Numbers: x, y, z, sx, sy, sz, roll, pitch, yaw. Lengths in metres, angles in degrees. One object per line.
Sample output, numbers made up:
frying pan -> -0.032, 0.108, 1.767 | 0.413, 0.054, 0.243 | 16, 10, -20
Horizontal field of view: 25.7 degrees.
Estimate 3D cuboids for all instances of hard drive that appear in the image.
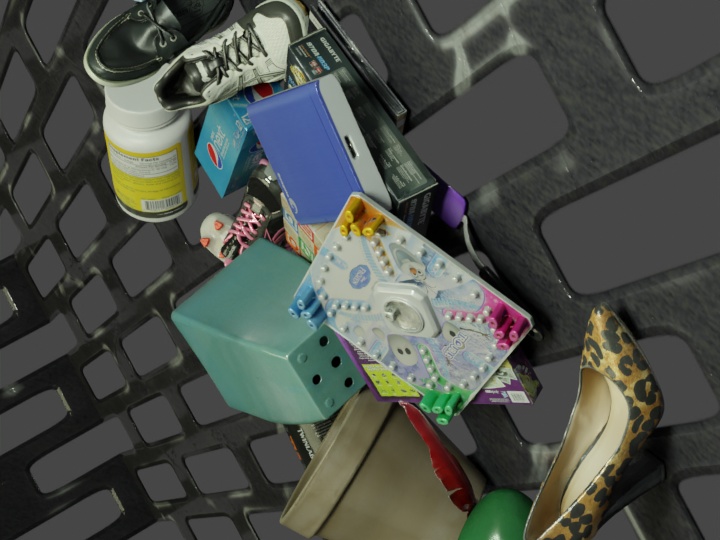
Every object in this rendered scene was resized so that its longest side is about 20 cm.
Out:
hard drive -> -0.043, -0.110, 1.496 | 0.133, 0.025, 0.200 | 66, 160, -9

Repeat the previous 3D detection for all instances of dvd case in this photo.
dvd case -> -0.011, -0.153, 1.565 | 0.149, 0.016, 0.201 | 54, 159, 21

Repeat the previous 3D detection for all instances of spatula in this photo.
spatula -> 0.108, -0.015, 1.449 | 0.201, 0.020, 0.057 | 57, 158, 18

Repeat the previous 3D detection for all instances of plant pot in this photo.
plant pot -> -0.074, 0.076, 1.689 | 0.199, 0.141, 0.142 | 17, 143, 56
plant pot -> 0.034, 0.231, 1.709 | 0.173, 0.201, 0.200 | 32, 157, -1

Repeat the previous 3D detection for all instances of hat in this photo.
hat -> 0.148, 0.225, 1.579 | 0.164, 0.200, 0.178 | -1, 84, 24

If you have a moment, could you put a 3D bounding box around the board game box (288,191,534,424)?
board game box -> 0.040, 0.042, 1.466 | 0.199, 0.026, 0.200 | 36, 144, 3

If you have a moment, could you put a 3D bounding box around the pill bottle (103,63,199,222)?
pill bottle -> -0.266, -0.166, 2.007 | 0.114, 0.114, 0.201 | 48, 155, 30

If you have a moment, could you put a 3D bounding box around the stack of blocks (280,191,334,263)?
stack of blocks -> 0.000, 0.000, 1.651 | 0.200, 0.058, 0.115 | 50, 165, 19

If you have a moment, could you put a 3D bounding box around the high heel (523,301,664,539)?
high heel -> 0.180, 0.136, 1.304 | 0.071, 0.142, 0.202 | 30, 143, 53

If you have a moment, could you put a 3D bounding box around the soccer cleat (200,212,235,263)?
soccer cleat -> -0.118, 0.004, 1.959 | 0.200, 0.069, 0.078 | 48, -161, 3

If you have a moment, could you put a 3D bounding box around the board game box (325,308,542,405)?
board game box -> 0.068, 0.077, 1.524 | 0.199, 0.032, 0.120 | -2, 133, 42

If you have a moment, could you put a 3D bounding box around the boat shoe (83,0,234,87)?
boat shoe -> -0.201, -0.257, 1.637 | 0.075, 0.199, 0.066 | 55, 144, 5

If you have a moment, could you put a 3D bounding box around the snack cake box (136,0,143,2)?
snack cake box -> -0.235, -0.352, 1.700 | 0.200, 0.114, 0.068 | 27, 141, 57

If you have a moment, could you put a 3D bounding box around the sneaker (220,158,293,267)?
sneaker -> -0.119, -0.050, 1.825 | 0.079, 0.095, 0.200 | 44, 155, 15

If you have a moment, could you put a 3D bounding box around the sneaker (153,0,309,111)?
sneaker -> -0.130, -0.208, 1.597 | 0.199, 0.087, 0.076 | -27, 94, 42

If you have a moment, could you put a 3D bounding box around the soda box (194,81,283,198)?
soda box -> -0.133, -0.157, 1.777 | 0.068, 0.064, 0.200 | 58, 159, 10

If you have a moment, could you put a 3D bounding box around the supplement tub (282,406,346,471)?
supplement tub -> -0.027, 0.179, 1.869 | 0.201, 0.122, 0.122 | 65, 159, -7

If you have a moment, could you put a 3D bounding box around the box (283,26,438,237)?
box -> -0.007, -0.108, 1.518 | 0.201, 0.046, 0.159 | 55, 160, 21
